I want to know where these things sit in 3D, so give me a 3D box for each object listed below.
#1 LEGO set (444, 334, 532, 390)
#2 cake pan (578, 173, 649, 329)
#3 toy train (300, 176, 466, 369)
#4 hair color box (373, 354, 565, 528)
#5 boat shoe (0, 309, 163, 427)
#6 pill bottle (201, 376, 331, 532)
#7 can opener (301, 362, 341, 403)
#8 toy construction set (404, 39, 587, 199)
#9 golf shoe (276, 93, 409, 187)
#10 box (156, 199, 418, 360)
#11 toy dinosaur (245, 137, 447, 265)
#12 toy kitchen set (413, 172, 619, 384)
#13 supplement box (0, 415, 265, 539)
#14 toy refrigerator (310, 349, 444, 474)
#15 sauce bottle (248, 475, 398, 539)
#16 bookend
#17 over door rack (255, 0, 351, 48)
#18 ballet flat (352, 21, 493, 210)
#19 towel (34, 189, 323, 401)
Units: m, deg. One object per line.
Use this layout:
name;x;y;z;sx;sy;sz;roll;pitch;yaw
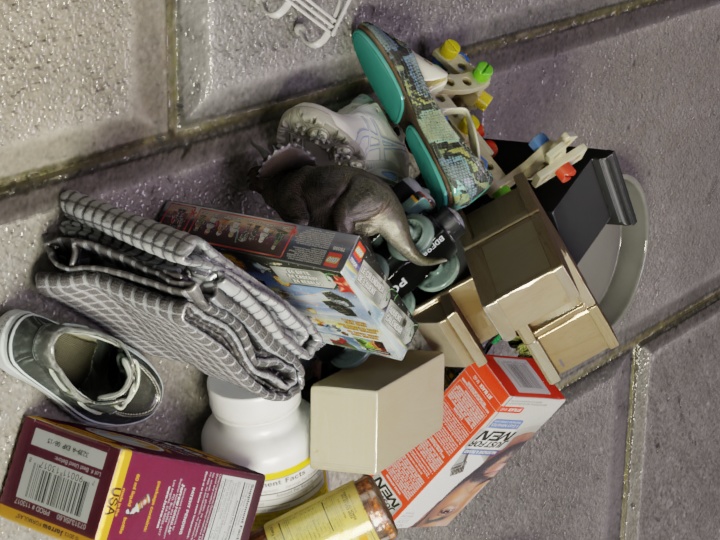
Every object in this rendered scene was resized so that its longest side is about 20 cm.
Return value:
LEGO set;0.136;0.059;1.923;0.153;0.116;0.200;7;128;-37
cake pan;0.285;-0.020;2.180;0.200;0.037;0.201;-25;122;-49
toy train;0.000;0.000;1.649;0.200;0.114;0.085;-41;139;1
hair color box;0.104;0.177;1.871;0.111;0.064;0.200;7;131;-52
boat shoe;-0.212;0.087;1.460;0.200;0.071;0.072;29;77;-56
pill bottle;-0.084;0.179;1.645;0.111;0.111;0.201;-36;130;-44
can opener;-0.018;0.085;1.750;0.078;0.063;0.201;-11;111;-53
toy construction set;0.117;-0.134;1.771;0.131;0.200;0.092;-25;146;-40
golf shoe;-0.016;-0.125;1.693;0.200;0.078;0.098;37;50;-57
box;-0.064;0.007;1.533;0.040;0.199;0.137;-63;145;-23
toy dinosaur;-0.020;-0.053;1.567;0.077;0.199;0.103;50;55;-73
toy kitchen set;0.138;0.060;1.685;0.200;0.163;0.181;56;10;-29
supplement box;-0.184;0.184;1.500;0.200;0.110;0.086;20;85;-57
toy refrigerator;0.015;0.125;1.663;0.200;0.070;0.076;-22;114;-69
sauce bottle;-0.067;0.247;1.584;0.199;0.066;0.066;-27;135;2
bookend;0.135;-0.032;1.805;0.199;0.199;0.092;-51;133;-34
over door rack;-0.030;-0.308;1.575;0.200;0.067;0.148;-54;146;4
ballet flat;0.062;-0.149;1.698;0.074;0.074;0.201;-12;73;-53
towel;-0.146;0.028;1.455;0.200;0.165;0.086;41;73;-53
